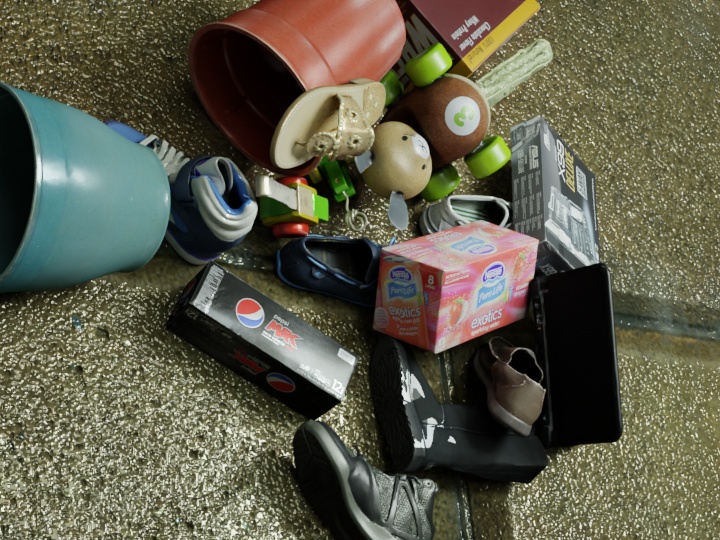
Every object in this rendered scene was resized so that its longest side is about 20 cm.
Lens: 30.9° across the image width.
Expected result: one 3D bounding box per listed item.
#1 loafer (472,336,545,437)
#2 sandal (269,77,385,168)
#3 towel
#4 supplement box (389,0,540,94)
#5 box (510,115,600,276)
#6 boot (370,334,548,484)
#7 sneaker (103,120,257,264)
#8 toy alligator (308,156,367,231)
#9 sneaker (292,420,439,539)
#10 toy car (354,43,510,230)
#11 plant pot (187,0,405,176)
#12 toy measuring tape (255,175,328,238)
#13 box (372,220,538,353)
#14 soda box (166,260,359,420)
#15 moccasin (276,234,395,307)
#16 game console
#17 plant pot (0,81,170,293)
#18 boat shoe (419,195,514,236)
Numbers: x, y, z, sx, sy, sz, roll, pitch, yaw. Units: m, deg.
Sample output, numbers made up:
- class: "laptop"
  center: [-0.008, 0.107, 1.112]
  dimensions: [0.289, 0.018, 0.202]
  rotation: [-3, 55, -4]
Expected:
- class: "loafer"
  center: [0.185, 0.124, 1.520]
  dimensions: [0.073, 0.071, 0.200]
  rotation: [33, 15, -15]
- class: "sandal"
  center: [-0.010, -0.154, 1.371]
  dimensions: [0.069, 0.079, 0.211]
  rotation: [19, 29, 23]
- class: "towel"
  center: [0.160, -0.226, 1.692]
  dimensions: [0.037, 0.148, 0.200]
  rotation: [52, 47, -1]
- class: "supplement box"
  center: [0.093, -0.345, 1.715]
  dimensions: [0.200, 0.133, 0.197]
  rotation: [47, 50, -3]
- class: "box"
  center: [0.255, -0.077, 1.694]
  dimensions: [0.157, 0.049, 0.202]
  rotation: [40, 42, -42]
- class: "boot"
  center: [0.116, 0.161, 1.509]
  dimensions: [0.198, 0.066, 0.167]
  rotation: [8, 59, -32]
- class: "sneaker"
  center: [-0.192, -0.109, 1.391]
  dimensions: [0.200, 0.146, 0.081]
  rotation: [48, 50, -3]
- class: "toy alligator"
  center: [-0.030, -0.120, 1.560]
  dimensions: [0.202, 0.059, 0.054]
  rotation: [67, 8, 26]
- class: "sneaker"
  center: [0.010, 0.232, 1.398]
  dimensions: [0.200, 0.076, 0.114]
  rotation: [54, 48, -2]
- class: "toy car"
  center: [0.059, -0.141, 1.540]
  dimensions: [0.165, 0.157, 0.200]
  rotation: [55, 39, -13]
- class: "plant pot"
  center: [-0.061, -0.247, 1.497]
  dimensions: [0.201, 0.201, 0.195]
  rotation: [47, 59, -4]
- class: "toy measuring tape"
  center: [-0.095, -0.076, 1.455]
  dimensions: [0.074, 0.073, 0.200]
  rotation: [67, 16, 13]
- class: "box"
  center: [0.114, 0.014, 1.520]
  dimensions: [0.199, 0.094, 0.104]
  rotation: [-16, 118, -49]
- class: "soda box"
  center: [-0.104, 0.077, 1.401]
  dimensions: [0.199, 0.071, 0.064]
  rotation: [35, 53, -14]
- class: "moccasin"
  center: [0.000, 0.000, 1.514]
  dimensions: [0.198, 0.068, 0.081]
  rotation: [2, 65, -33]
- class: "game console"
  center: [0.271, 0.105, 1.543]
  dimensions: [0.175, 0.115, 0.203]
  rotation: [15, 71, -63]
- class: "plant pot"
  center: [-0.299, -0.072, 1.284]
  dimensions: [0.187, 0.199, 0.202]
  rotation: [6, 62, -48]
- class: "boat shoe"
  center: [0.171, -0.057, 1.658]
  dimensions: [0.198, 0.067, 0.074]
  rotation: [0, 66, -36]
